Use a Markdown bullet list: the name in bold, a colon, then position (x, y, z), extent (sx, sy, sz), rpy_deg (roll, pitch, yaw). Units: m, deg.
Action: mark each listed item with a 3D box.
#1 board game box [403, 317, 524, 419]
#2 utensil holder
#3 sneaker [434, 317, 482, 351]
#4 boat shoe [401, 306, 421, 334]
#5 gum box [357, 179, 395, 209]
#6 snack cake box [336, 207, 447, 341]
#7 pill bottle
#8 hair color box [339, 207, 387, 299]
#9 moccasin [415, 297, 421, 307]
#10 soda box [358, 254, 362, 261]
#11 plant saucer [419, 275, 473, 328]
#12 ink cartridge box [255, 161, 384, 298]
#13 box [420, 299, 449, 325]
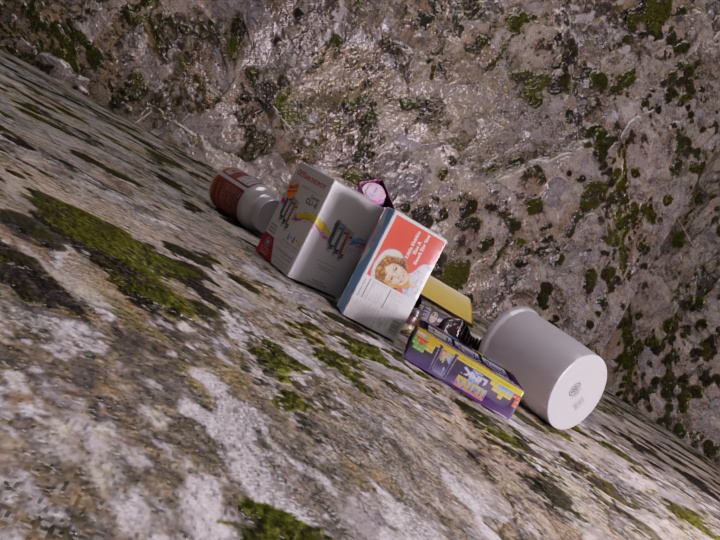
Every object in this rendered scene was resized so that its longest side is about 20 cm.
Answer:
- **board game box**: position (0.172, 0.162, 1.115), extent (0.197, 0.057, 0.165), rpy_deg (30, 6, 5)
- **utensil holder**: position (0.358, 0.189, 1.292), extent (0.168, 0.172, 0.200), rpy_deg (25, 7, -37)
- **sneaker**: position (0.191, 0.144, 1.444), extent (0.114, 0.077, 0.199), rpy_deg (24, -9, 39)
- **boat shoe**: position (0.042, 0.060, 1.358), extent (0.199, 0.067, 0.071), rpy_deg (32, 5, 26)
- **gum box**: position (0.046, -0.100, 1.558), extent (0.065, 0.114, 0.203), rpy_deg (-10, 60, -19)
- **snack cake box**: position (0.054, 0.005, 1.155), extent (0.113, 0.203, 0.067), rpy_deg (27, 4, -15)
- **pill bottle**: position (-0.274, -0.168, 1.587), extent (0.199, 0.114, 0.111), rpy_deg (33, 6, 38)
- **hair color box**: position (0.051, -0.005, 1.260), extent (0.098, 0.203, 0.060), rpy_deg (25, 5, -36)
- **moccasin**: position (0.077, 0.060, 1.482), extent (0.200, 0.078, 0.074), rpy_deg (26, 16, -45)
- **soda box**: position (-0.010, -0.048, 1.394), extent (0.062, 0.071, 0.201), rpy_deg (-5, 31, -18)
- **plant saucer**: position (0.176, 0.055, 1.469), extent (0.197, 0.049, 0.200), rpy_deg (30, -1, 13)
- **ink cartridge box**: position (-0.079, -0.081, 1.276), extent (0.143, 0.203, 0.145), rpy_deg (25, 5, -41)
- **box**: position (0.130, 0.084, 1.787), extent (0.198, 0.050, 0.160), rpy_deg (26, 4, -44)
